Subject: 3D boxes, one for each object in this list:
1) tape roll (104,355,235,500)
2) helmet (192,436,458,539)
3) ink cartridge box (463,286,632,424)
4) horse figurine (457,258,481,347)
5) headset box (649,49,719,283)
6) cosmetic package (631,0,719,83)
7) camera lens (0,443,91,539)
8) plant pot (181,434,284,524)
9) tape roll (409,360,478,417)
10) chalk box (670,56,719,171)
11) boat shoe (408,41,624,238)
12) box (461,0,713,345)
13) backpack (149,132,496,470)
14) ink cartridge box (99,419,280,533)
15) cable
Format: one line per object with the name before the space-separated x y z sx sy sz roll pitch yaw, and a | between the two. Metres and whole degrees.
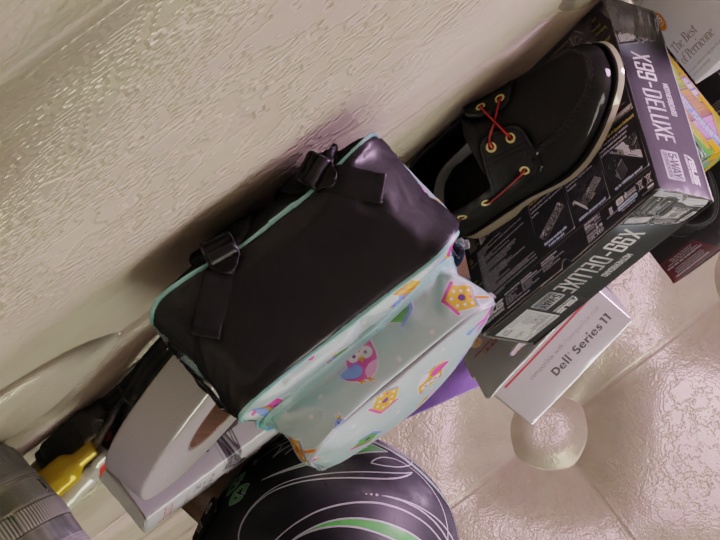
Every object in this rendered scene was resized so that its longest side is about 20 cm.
tape roll | -0.098 0.073 1.191 0.203 0.037 0.203 -49 172 -9
helmet | -0.019 0.227 1.418 0.191 0.200 0.200 -36 173 -3
ink cartridge box | 0.137 0.040 1.331 0.117 0.067 0.200 -48 -162 11
horse figurine | 0.071 0.009 1.308 0.200 0.050 0.132 -41 -146 -12
headset box | 0.284 -0.099 1.468 0.149 0.200 0.077 -40 173 28
cosmetic package | 0.253 -0.206 1.116 0.051 0.083 0.200 -31 171 -24
camera lens | -0.228 0.233 1.089 0.160 0.200 0.160 -37 173 -5
plant pot | -0.079 0.193 1.573 0.187 0.200 0.187 -36 172 -6
tape roll | 0.053 0.078 1.524 0.200 0.085 0.200 -23 177 -1
chalk box | 0.196 -0.100 1.329 0.124 0.124 0.200 -40 173 23
boat shoe | 0.099 -0.084 1.145 0.063 0.074 0.201 5 149 -35
box | 0.142 -0.065 1.180 0.050 0.158 0.200 10 144 -31
backpack | -0.017 0.024 1.008 0.176 0.153 0.200 -42 180 -4
ink cartridge box | -0.117 0.116 1.357 0.200 0.083 0.145 -36 174 -13
cable | -0.163 0.105 1.194 0.200 0.050 0.097 -40 170 19
